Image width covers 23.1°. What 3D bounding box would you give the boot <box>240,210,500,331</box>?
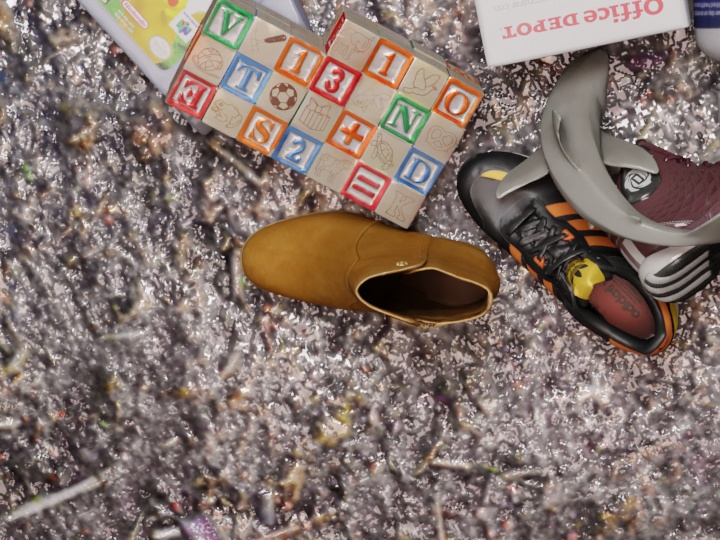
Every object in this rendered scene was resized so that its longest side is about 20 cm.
[{"bbox_3d":[0.000,0.001,1.267,0.200,0.144,0.071,3,99,7],"label":"boot"}]

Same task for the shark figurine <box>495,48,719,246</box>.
[{"bbox_3d":[0.165,-0.073,1.204,0.128,0.090,0.215,-33,50,-3],"label":"shark figurine"}]

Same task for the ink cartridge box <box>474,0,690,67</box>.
[{"bbox_3d":[0.142,-0.252,1.221,0.145,0.083,0.201,-11,100,10],"label":"ink cartridge box"}]

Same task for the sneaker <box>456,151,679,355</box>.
[{"bbox_3d":[0.152,-0.014,1.273,0.200,0.090,0.070,41,102,-1],"label":"sneaker"}]

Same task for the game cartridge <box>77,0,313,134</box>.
[{"bbox_3d":[-0.136,-0.218,1.304,0.133,0.040,0.200,-43,92,8],"label":"game cartridge"}]

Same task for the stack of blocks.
[{"bbox_3d":[-0.026,-0.131,1.269,0.200,0.059,0.115,27,105,-10],"label":"stack of blocks"}]

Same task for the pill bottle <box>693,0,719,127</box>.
[{"bbox_3d":[0.288,-0.199,1.210,0.119,0.120,0.201,-2,99,8],"label":"pill bottle"}]

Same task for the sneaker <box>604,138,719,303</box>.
[{"bbox_3d":[0.256,-0.072,1.261,0.200,0.076,0.116,-32,54,-14],"label":"sneaker"}]
